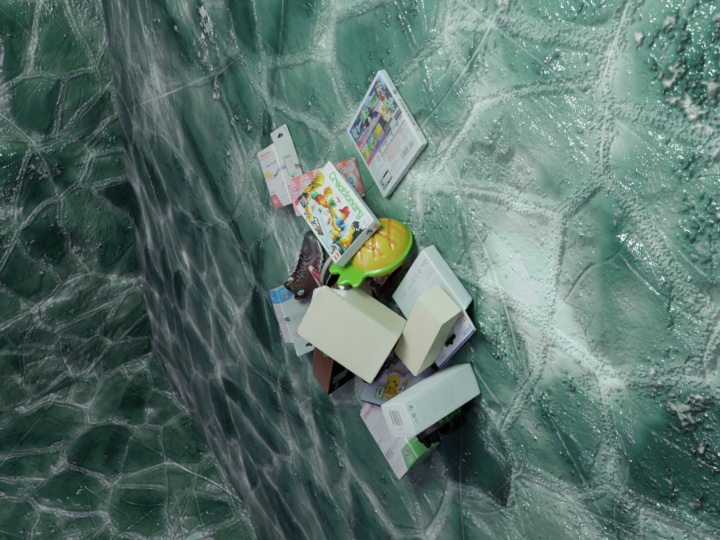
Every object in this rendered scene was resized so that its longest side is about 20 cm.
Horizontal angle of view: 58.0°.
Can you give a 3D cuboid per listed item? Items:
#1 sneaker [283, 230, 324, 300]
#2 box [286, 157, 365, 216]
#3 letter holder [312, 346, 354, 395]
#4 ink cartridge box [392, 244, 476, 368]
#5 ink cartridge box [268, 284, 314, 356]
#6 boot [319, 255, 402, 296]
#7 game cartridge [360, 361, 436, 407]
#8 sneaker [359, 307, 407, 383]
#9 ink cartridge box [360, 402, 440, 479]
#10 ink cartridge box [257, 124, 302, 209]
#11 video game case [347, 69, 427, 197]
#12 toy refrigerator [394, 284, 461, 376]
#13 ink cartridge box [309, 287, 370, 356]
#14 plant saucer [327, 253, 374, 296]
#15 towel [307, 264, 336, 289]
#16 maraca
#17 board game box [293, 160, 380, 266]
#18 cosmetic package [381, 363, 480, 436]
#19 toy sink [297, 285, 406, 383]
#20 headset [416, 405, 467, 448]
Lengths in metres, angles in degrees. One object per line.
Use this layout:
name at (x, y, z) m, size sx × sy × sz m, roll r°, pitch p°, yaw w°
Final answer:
sneaker at (-0.162, -0.002, 1.801) m, size 0.075 × 0.113 × 0.205 m, roll 32°, pitch 133°, yaw 44°
box at (-0.088, -0.200, 1.579) m, size 0.198 × 0.101 × 0.097 m, roll -4°, pitch 105°, yaw 58°
letter holder at (-0.084, 0.219, 1.791) m, size 0.143 × 0.099 × 0.202 m, roll 48°, pitch 150°, yaw 25°
ink cartridge box at (0.164, 0.081, 1.398) m, size 0.203 × 0.040 × 0.201 m, roll 58°, pitch 148°, yaw 18°
ink cartridge box at (-0.183, 0.137, 1.918) m, size 0.066 × 0.114 × 0.206 m, roll -6°, pitch 102°, yaw 58°
boot at (0.000, 0.000, 1.531) m, size 0.151 × 0.073 × 0.201 m, roll 46°, pitch 114°, yaw 17°
game cartridge at (0.090, 0.267, 1.549) m, size 0.040 × 0.136 × 0.197 m, roll 40°, pitch 157°, yaw -33°
sneaker at (0.070, 0.201, 1.528) m, size 0.114 × 0.075 × 0.202 m, roll 43°, pitch 109°, yaw 39°
ink cartridge box at (0.095, 0.400, 1.654) m, size 0.202 × 0.086 × 0.147 m, roll 54°, pitch 145°, yaw 22°
ink cartridge box at (-0.218, -0.281, 1.772) m, size 0.115 × 0.066 × 0.206 m, roll -8°, pitch 100°, yaw 59°
video game case at (0.052, -0.286, 1.382) m, size 0.185 × 0.023 × 0.200 m, roll 62°, pitch 150°, yaw 13°
toy refrigerator at (0.140, 0.128, 1.363) m, size 0.076 × 0.069 × 0.202 m, roll 46°, pitch 146°, yaw 23°
ink cartridge box at (-0.036, 0.136, 1.586) m, size 0.141 × 0.086 × 0.202 m, roll 5°, pitch 148°, yaw 14°
plant saucer at (-0.018, 0.001, 1.651) m, size 0.199 × 0.034 × 0.205 m, roll 36°, pitch 137°, yaw 42°
towel at (-0.063, 0.079, 1.720) m, size 0.199 × 0.023 × 0.145 m, roll 41°, pitch 165°, yaw 38°
maraca at (0.024, -0.038, 1.414) m, size 0.138 × 0.197 × 0.108 m, roll 51°, pitch 171°, yaw 45°
board game box at (-0.053, -0.125, 1.410) m, size 0.126 × 0.034 × 0.201 m, roll -46°, pitch 57°, yaw 15°
cosmetic package at (0.150, 0.274, 1.379) m, size 0.101 × 0.196 × 0.076 m, roll -23°, pitch 89°, yaw 60°
toy sink at (-0.017, 0.121, 1.419) m, size 0.197 × 0.112 × 0.132 m, roll 32°, pitch 111°, yaw 3°
headset at (0.166, 0.340, 1.475) m, size 0.095 × 0.121 × 0.201 m, roll 59°, pitch 155°, yaw 19°
